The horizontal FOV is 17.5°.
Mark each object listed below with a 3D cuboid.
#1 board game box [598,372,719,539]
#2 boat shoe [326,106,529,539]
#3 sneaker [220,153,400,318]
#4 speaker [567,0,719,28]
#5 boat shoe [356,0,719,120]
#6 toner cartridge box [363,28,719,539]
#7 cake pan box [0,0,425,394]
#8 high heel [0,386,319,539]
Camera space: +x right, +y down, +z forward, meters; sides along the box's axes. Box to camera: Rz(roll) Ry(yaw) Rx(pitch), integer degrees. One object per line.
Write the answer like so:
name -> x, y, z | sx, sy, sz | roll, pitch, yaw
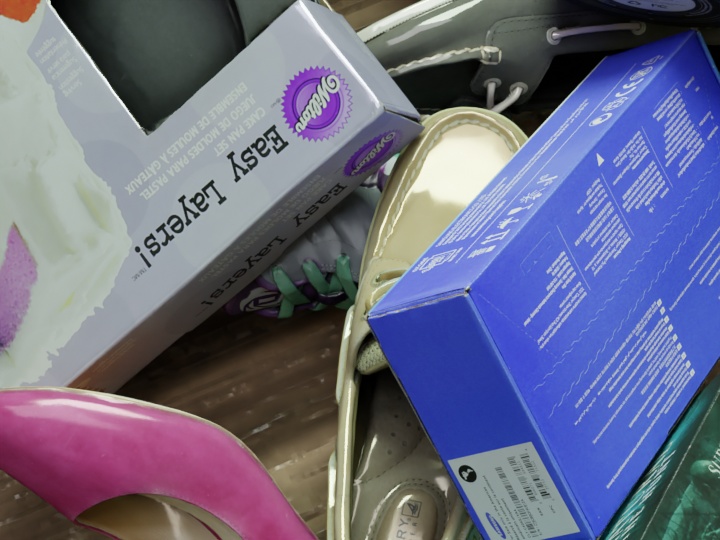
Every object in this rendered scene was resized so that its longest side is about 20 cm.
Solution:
board game box -> 0.064, 0.119, 0.741 | 0.028, 0.135, 0.200 | 42, 32, 1
boat shoe -> 0.026, 0.030, 0.795 | 0.072, 0.065, 0.200 | 10, 71, 8
sneaker -> 0.000, 0.000, 0.876 | 0.200, 0.074, 0.088 | 28, 66, 15
speaker -> 0.119, -0.194, 0.835 | 0.081, 0.081, 0.201 | 10, 84, 11
boat shoe -> 0.084, -0.083, 0.890 | 0.200, 0.067, 0.057 | -16, 76, -22
toner cartridge box -> 0.082, 0.002, 0.795 | 0.043, 0.095, 0.200 | -15, 20, 37
cake pan box -> -0.101, -0.066, 0.847 | 0.200, 0.052, 0.184 | -39, 78, 13
high heel -> -0.055, 0.113, 0.811 | 0.200, 0.067, 0.096 | 29, 58, -25
